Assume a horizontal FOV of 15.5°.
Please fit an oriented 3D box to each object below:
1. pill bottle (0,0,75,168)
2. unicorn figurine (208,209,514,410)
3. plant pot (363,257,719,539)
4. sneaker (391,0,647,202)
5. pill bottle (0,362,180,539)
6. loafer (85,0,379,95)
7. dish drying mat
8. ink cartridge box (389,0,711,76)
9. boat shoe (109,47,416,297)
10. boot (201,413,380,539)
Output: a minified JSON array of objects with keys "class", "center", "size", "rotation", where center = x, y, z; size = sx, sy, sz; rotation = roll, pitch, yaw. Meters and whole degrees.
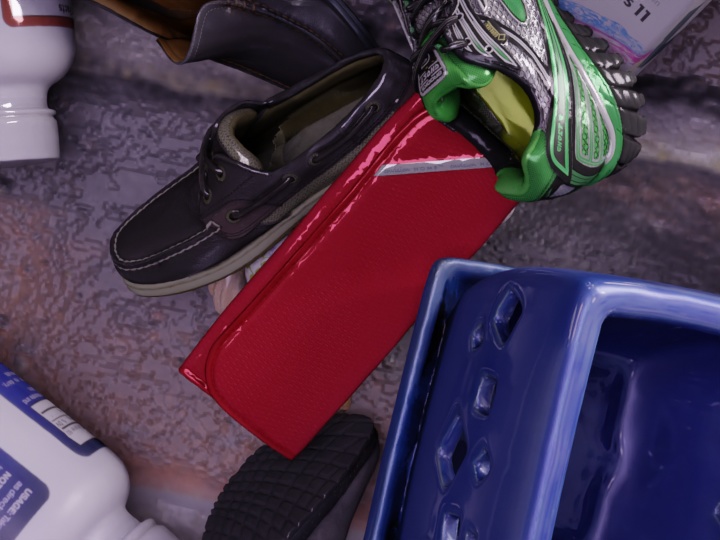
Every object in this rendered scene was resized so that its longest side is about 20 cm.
[{"class":"pill bottle","center":[-0.206,-0.153,1.361],"size":[0.112,0.112,0.201],"rotation":[-5,90,9]},{"class":"unicorn figurine","center":[0.012,0.003,1.349],"size":[0.199,0.074,0.138],"rotation":[-8,94,7]},{"class":"plant pot","center":[0.116,0.098,1.258],"size":[0.200,0.180,0.201],"rotation":[11,95,-30]},{"class":"sneaker","center":[0.051,-0.122,1.244],"size":[0.200,0.085,0.078],"rotation":[53,136,8]},{"class":"pill bottle","center":[-0.189,0.121,1.361],"size":[0.200,0.120,0.120],"rotation":[38,97,7]},{"class":"loafer","center":[-0.079,-0.129,1.337],"size":[0.200,0.073,0.072],"rotation":[29,54,-12]},{"class":"dish drying mat","center":[0.000,0.000,1.301],"size":[0.077,0.018,0.200],"rotation":[38,104,-10]},{"class":"ink cartridge box","center":[0.115,-0.159,1.279],"size":[0.117,0.067,0.200],"rotation":[48,135,5]},{"class":"boat shoe","center":[-0.050,-0.056,1.334],"size":[0.201,0.066,0.072],"rotation":[-26,44,20]},{"class":"boot","center":[-0.032,0.181,1.358],"size":[0.070,0.132,0.200],"rotation":[4,47,41]}]
